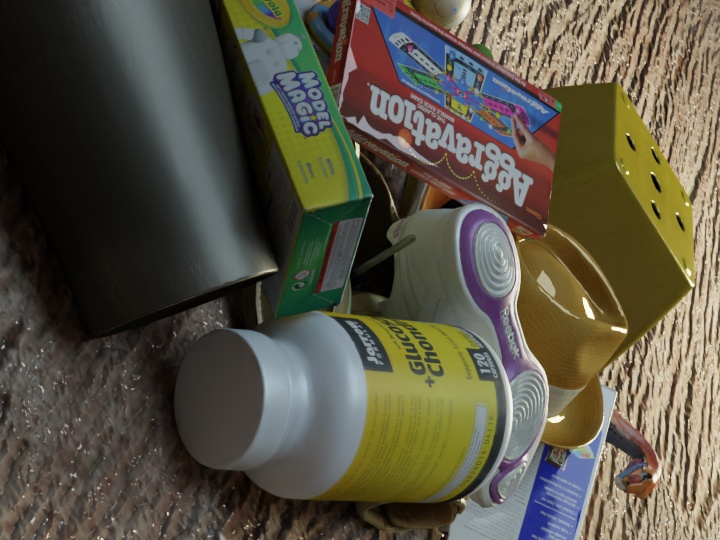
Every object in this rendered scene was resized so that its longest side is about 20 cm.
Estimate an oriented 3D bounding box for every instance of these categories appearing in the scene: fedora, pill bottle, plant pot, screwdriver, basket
[{"bbox_3d":[0.122,0.027,1.686,0.200,0.082,0.201,38,31,-28],"label":"fedora"},{"bbox_3d":[-0.011,0.082,1.458,0.199,0.112,0.113,7,59,-44],"label":"pill bottle"},{"bbox_3d":[0.162,-0.034,1.954,0.200,0.176,0.200,56,23,-25],"label":"plant pot"},{"bbox_3d":[0.000,0.000,1.578,0.028,0.029,0.200,53,-16,-3],"label":"screwdriver"},{"bbox_3d":[-0.132,-0.074,1.361,0.180,0.135,0.201,-14,84,-61],"label":"basket"}]

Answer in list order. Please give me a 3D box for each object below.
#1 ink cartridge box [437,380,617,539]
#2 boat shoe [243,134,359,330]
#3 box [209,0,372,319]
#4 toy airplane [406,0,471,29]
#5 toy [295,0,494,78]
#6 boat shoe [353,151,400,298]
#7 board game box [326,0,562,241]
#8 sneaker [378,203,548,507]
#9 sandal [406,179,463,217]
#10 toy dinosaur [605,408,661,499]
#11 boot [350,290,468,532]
[{"bbox_3d":[0.115,0.152,1.725,0.094,0.037,0.201,26,54,-10],"label":"ink cartridge box"},{"bbox_3d":[-0.039,-0.025,1.548,0.066,0.073,0.201,82,10,-64],"label":"boat shoe"},{"bbox_3d":[-0.054,-0.087,1.413,0.118,0.048,0.201,108,-36,-55],"label":"box"},{"bbox_3d":[0.022,-0.186,1.831,0.200,0.140,0.200,35,37,-56],"label":"toy airplane"},{"bbox_3d":[0.022,-0.159,1.650,0.199,0.047,0.115,11,31,-50],"label":"toy"},{"bbox_3d":[-0.007,-0.029,1.715,0.200,0.071,0.064,51,-11,-32],"label":"boat shoe"},{"bbox_3d":[0.057,-0.105,1.605,0.199,0.019,0.104,27,62,-37],"label":"board game box"},{"bbox_3d":[0.065,0.054,1.584,0.075,0.099,0.201,-18,103,-45],"label":"sneaker"},{"bbox_3d":[0.098,-0.079,1.797,0.059,0.080,0.207,27,25,15],"label":"sandal"},{"bbox_3d":[0.150,0.091,1.814,0.180,0.201,0.105,16,14,-2],"label":"toy dinosaur"},{"bbox_3d":[0.037,0.101,1.647,0.200,0.073,0.156,17,51,-61],"label":"boot"}]
